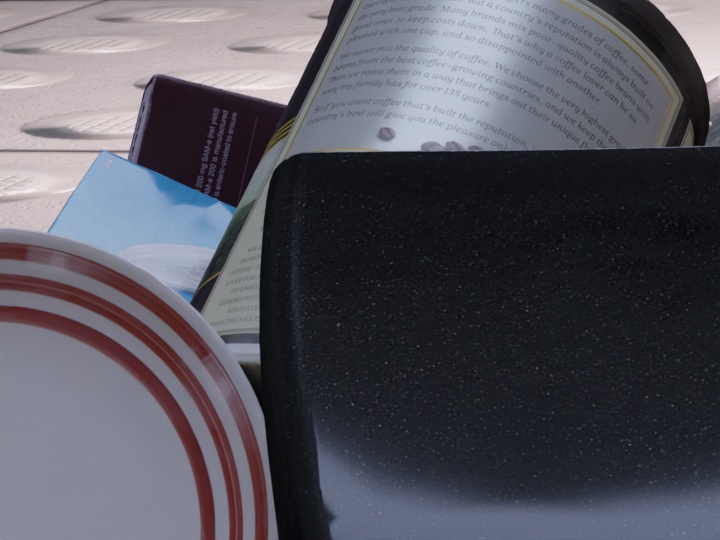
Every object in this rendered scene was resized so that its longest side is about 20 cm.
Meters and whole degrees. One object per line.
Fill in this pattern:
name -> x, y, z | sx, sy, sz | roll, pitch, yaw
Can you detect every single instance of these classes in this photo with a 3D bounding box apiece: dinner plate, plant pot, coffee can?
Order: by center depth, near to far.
plant pot -> 0.064, 0.092, 0.785 | 0.199, 0.201, 0.178 | 0, 26, 10
dinner plate -> -0.121, 0.084, 0.881 | 0.199, 0.201, 0.024 | -1, -20, 9
coffee can -> 0.024, 0.002, 0.982 | 0.146, 0.147, 0.200 | 4, 50, 27

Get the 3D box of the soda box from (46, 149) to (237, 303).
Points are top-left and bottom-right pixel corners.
soda box -> -0.105, 0.052, 0.986 | 0.068, 0.064, 0.200 | 23, 48, 5

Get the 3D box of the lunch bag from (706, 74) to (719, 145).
lunch bag -> 0.126, 0.001, 1.318 | 0.167, 0.140, 0.200 | -23, 8, 10

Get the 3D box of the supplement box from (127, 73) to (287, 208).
supplement box -> 0.000, 0.000, 1.120 | 0.199, 0.109, 0.061 | 14, -6, -8
